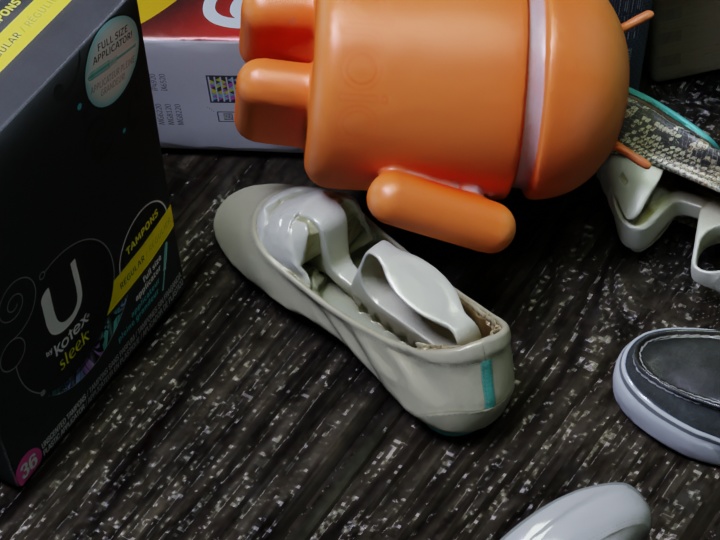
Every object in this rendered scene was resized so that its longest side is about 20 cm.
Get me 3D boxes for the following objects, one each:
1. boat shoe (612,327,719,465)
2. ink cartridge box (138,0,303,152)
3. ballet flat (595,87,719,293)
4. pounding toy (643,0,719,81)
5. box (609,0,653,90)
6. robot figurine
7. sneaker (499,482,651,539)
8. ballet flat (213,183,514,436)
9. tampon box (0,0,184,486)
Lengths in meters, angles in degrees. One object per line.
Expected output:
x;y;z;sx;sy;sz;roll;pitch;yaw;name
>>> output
0.212;0.059;1.165;0.200;0.057;0.069;16;52;18;boat shoe
-0.105;-0.163;1.371;0.175;0.084;0.200;1;49;8;ink cartridge box
0.173;-0.030;1.248;0.200;0.068;0.075;26;71;23;ballet flat
0.225;-0.203;1.337;0.184;0.142;0.200;-12;49;-5;pounding toy
0.105;-0.201;1.308;0.051;0.200;0.158;-11;49;-12;box
0.041;-0.090;1.221;0.199;0.117;0.144;3;32;-3;robot figurine
0.061;0.172;1.079;0.080;0.070;0.200;38;69;26;sneaker
0.000;0.000;1.230;0.069;0.070;0.200;-36;55;-24;ballet flat
-0.181;-0.032;1.185;0.126;0.200;0.150;22;55;23;tampon box
